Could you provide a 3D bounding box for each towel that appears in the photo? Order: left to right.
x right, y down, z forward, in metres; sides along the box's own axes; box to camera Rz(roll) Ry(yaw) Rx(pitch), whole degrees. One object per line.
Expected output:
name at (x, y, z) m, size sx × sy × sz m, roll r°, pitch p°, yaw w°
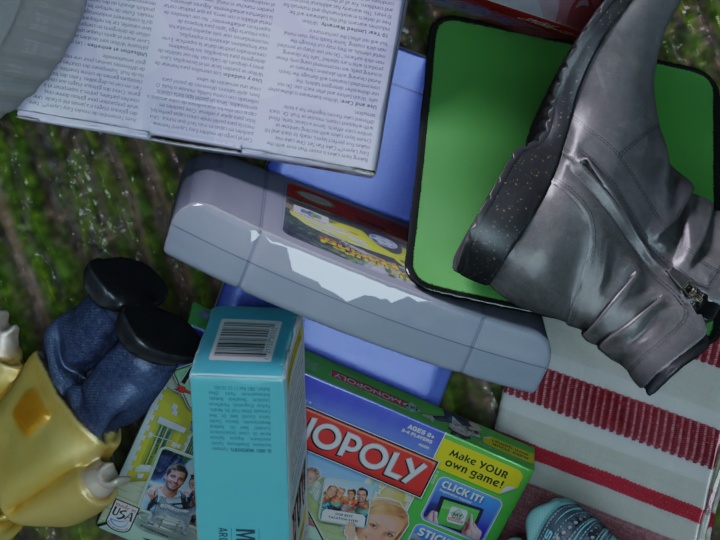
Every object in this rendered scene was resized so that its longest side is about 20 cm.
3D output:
towel at (0.138, 0.062, 1.389) m, size 0.144 × 0.023 × 0.201 m, roll 19°, pitch 100°, yaw 38°

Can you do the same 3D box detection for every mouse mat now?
mouse mat at (0.106, -0.048, 1.341) m, size 0.160 × 0.201 × 0.008 m, roll 12°, pitch 138°, yaw -5°

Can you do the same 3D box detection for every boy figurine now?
boy figurine at (-0.170, 0.079, 1.380) m, size 0.200 × 0.064 × 0.125 m, roll -45°, pitch 64°, yaw 24°

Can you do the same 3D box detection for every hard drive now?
hard drive at (0.005, -0.017, 1.407) m, size 0.131 × 0.025 × 0.201 m, roll 20°, pitch 98°, yaw -6°

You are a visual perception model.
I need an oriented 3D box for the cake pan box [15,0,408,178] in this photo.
cake pan box at (-0.072, -0.152, 1.350) m, size 0.199 × 0.052 × 0.185 m, roll 8°, pitch 87°, yaw -2°

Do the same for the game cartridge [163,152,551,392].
game cartridge at (0.000, 0.000, 1.328) m, size 0.199 × 0.133 × 0.041 m, roll 21°, pitch 108°, yaw -7°

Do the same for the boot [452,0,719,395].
boot at (0.143, -0.047, 1.281) m, size 0.131 × 0.070 × 0.201 m, roll 30°, pitch 77°, yaw 2°

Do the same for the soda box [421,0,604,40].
soda box at (0.053, -0.163, 1.308) m, size 0.199 × 0.070 × 0.064 m, roll 11°, pitch 90°, yaw -46°

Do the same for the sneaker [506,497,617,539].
sneaker at (0.085, 0.188, 1.398) m, size 0.086 × 0.077 × 0.200 m, roll 52°, pitch 135°, yaw 16°

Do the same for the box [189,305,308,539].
box at (-0.055, 0.125, 1.354) m, size 0.049 × 0.082 × 0.201 m, roll 2°, pitch 114°, yaw 5°

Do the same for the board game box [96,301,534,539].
board game box at (-0.025, 0.115, 1.408) m, size 0.199 × 0.029 × 0.135 m, roll 23°, pitch 114°, yaw -7°

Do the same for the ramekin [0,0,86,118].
ramekin at (-0.225, -0.157, 1.299) m, size 0.199 × 0.105 × 0.202 m, roll -3°, pitch 83°, yaw 25°
